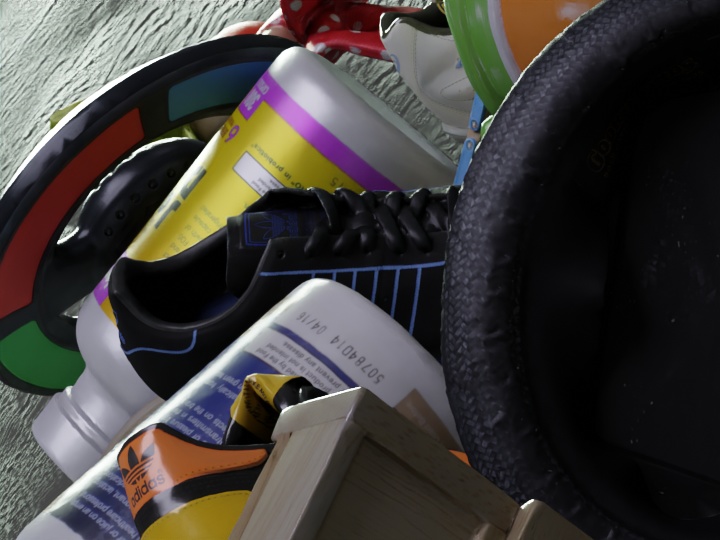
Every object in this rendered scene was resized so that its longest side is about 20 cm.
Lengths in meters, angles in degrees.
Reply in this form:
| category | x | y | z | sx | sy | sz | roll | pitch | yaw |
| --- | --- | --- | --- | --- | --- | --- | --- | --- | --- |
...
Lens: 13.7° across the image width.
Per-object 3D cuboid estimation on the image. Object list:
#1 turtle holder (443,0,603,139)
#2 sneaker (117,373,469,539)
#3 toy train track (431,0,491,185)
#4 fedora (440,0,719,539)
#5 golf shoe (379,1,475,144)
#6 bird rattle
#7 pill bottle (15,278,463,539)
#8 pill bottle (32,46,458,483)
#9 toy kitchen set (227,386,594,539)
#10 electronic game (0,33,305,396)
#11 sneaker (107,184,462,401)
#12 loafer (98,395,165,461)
| category | x | y | z | sx | sy | sz | roll | pitch | yaw |
| --- | --- | --- | --- | --- | --- | --- | --- | --- | --- |
| turtle holder | 0.126 | -0.110 | 1.080 | 0.131 | 0.185 | 0.142 | 3 | 93 | 56 |
| sneaker | 0.002 | 0.066 | 0.931 | 0.070 | 0.090 | 0.200 | -36 | -13 | 32 |
| toy train track | 0.050 | -0.085 | 1.176 | 0.032 | 0.114 | 0.201 | 29 | 117 | 36 |
| fedora | 0.119 | 0.011 | 0.908 | 0.201 | 0.200 | 0.092 | -53 | -14 | 0 |
| golf shoe | 0.090 | -0.141 | 1.222 | 0.200 | 0.097 | 0.078 | -53 | 20 | -2 |
| bird rattle | -0.054 | -0.098 | 1.458 | 0.200 | 0.113 | 0.163 | -48 | 5 | 4 |
| pill bottle | -0.052 | 0.105 | 1.056 | 0.200 | 0.111 | 0.111 | -42 | 18 | -16 |
| pill bottle | -0.050 | 0.012 | 1.267 | 0.200 | 0.104 | 0.104 | -51 | 22 | 6 |
| toy kitchen set | -0.001 | 0.165 | 0.801 | 0.180 | 0.200 | 0.164 | -19 | 39 | 55 |
| electronic game | -0.089 | -0.022 | 1.322 | 0.200 | 0.200 | 0.042 | -49 | 62 | 12 |
| sneaker | 0.000 | 0.000 | 1.139 | 0.199 | 0.078 | 0.070 | -22 | 38 | 12 |
| loafer | -0.096 | 0.133 | 1.220 | 0.200 | 0.075 | 0.068 | -56 | 13 | 21 |
